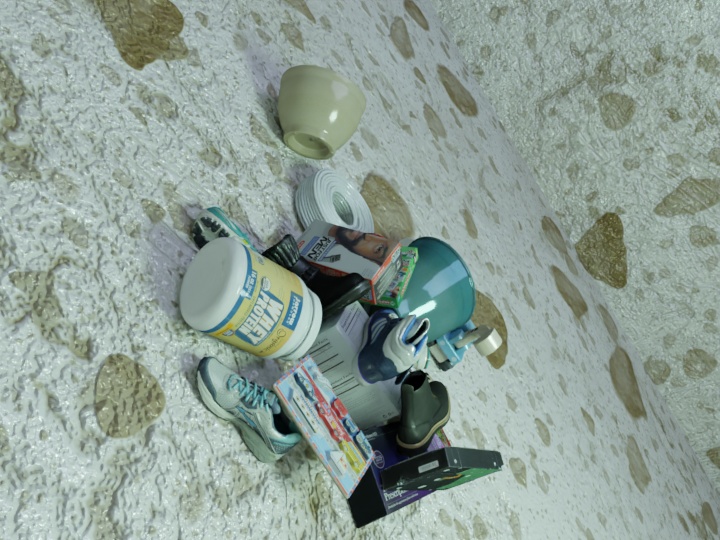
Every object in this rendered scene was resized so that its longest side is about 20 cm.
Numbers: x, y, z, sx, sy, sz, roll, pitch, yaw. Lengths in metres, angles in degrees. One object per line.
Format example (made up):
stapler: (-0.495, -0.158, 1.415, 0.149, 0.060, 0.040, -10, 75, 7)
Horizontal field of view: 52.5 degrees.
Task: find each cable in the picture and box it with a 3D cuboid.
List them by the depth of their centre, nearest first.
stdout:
cable: (-0.053, -0.119, 1.564, 0.202, 0.068, 0.200, 56, 29, -8)

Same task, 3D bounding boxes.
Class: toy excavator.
toy excavator: (0.235, 0.148, 1.655, 0.101, 0.198, 0.195, 51, 30, -12)

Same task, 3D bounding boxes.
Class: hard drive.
hard drive: (0.143, 0.340, 1.246, 0.198, 0.138, 0.039, 20, 49, -49)

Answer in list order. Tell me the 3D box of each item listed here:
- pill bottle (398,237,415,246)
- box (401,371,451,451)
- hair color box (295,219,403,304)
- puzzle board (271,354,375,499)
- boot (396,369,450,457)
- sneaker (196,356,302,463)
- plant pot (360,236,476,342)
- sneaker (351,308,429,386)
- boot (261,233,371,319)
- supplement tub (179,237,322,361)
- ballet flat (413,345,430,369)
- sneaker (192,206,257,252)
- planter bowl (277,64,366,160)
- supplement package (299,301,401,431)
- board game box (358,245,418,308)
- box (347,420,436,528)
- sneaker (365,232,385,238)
pill bottle: (0.164, -0.001, 1.763, 0.198, 0.112, 0.116, 28, 42, -44)
box: (0.119, 0.290, 1.466, 0.204, 0.038, 0.137, 62, 10, 1)
hair color box: (-0.031, -0.020, 1.357, 0.111, 0.196, 0.065, -50, 145, -37)
puzzle board: (-0.051, 0.237, 1.145, 0.202, 0.017, 0.150, 56, 19, 1)
boot: (0.119, 0.219, 1.313, 0.200, 0.075, 0.142, -53, 145, -60)
sneaker: (-0.161, 0.195, 1.096, 0.201, 0.085, 0.078, 50, 30, -20)
plant pot: (0.099, 0.061, 1.461, 0.186, 0.199, 0.204, -28, 87, -37)
sneaker: (0.072, 0.110, 1.254, 0.081, 0.145, 0.201, 52, 32, -12)
boot: (-0.086, 0.005, 1.269, 0.079, 0.208, 0.161, -27, 91, -49)
supplement tub: (-0.169, 0.052, 1.150, 0.198, 0.143, 0.148, 31, 40, -41)
ballet flat: (0.105, 0.157, 1.555, 0.070, 0.069, 0.200, 53, 5, -11)
sneaker: (-0.200, -0.030, 1.250, 0.201, 0.077, 0.080, 51, 21, -16)
planter bowl: (-0.097, -0.328, 1.584, 0.198, 0.197, 0.138, 31, 67, -40)
supplement package: (-0.011, 0.171, 1.333, 0.202, 0.108, 0.114, 54, 30, -12)
board game box: (0.000, 0.000, 1.400, 0.030, 0.194, 0.136, 77, 30, -43)
box: (0.048, 0.353, 1.303, 0.198, 0.078, 0.144, 2, 60, -57)
sneaker: (-0.007, 0.003, 1.462, 0.077, 0.083, 0.203, 49, 58, -38)
